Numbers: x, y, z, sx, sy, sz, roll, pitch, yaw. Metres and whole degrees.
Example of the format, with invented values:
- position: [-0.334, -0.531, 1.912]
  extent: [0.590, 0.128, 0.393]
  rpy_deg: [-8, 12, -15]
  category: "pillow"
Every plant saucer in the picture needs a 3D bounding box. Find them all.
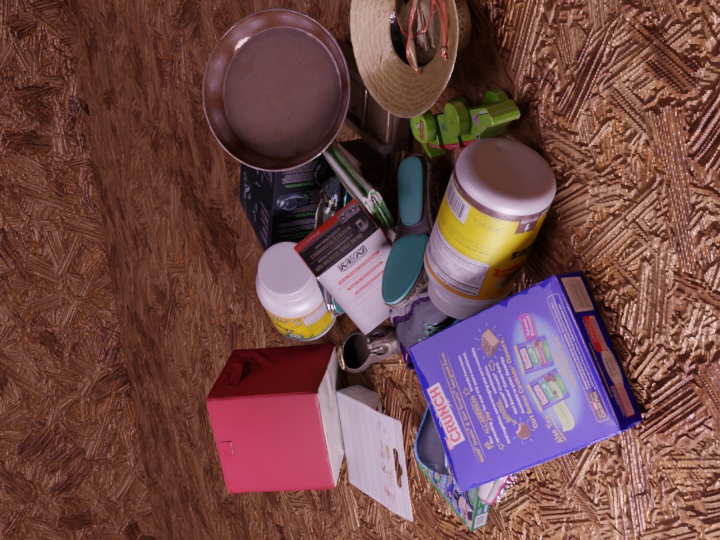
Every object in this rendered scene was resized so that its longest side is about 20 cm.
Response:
- position: [-0.103, -0.226, 1.233]
  extent: [0.034, 0.199, 0.202]
  rpy_deg: [-11, -94, -73]
  category: "plant saucer"

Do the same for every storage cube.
- position: [-0.126, 0.234, 1.570]
  extent: [0.171, 0.178, 0.202]
  rpy_deg: [-70, -27, -66]
  category: "storage cube"

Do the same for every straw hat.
- position: [0.077, -0.273, 1.097]
  extent: [0.201, 0.085, 0.203]
  rpy_deg: [32, 130, 48]
  category: "straw hat"

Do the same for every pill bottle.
- position: [-0.099, 0.031, 1.500]
  extent: [0.200, 0.112, 0.113]
  rpy_deg: [77, 170, -70]
  category: "pill bottle"
- position: [0.134, -0.038, 1.072]
  extent: [0.110, 0.109, 0.201]
  rpy_deg: [58, 149, 32]
  category: "pill bottle"

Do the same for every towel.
- position: [0.016, -0.081, 1.276]
  extent: [0.153, 0.023, 0.200]
  rpy_deg: [52, 179, 41]
  category: "towel"

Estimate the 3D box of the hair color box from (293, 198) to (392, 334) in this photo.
- position: [0.000, 0.000, 1.264]
  extent: [0.061, 0.101, 0.200]
  rpy_deg: [51, 178, 29]
  category: "hair color box"

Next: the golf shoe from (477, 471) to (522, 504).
- position: [0.162, 0.188, 1.148]
  extent: [0.091, 0.075, 0.201]
  rpy_deg: [28, 126, 21]
  category: "golf shoe"

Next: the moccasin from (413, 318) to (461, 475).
- position: [0.129, 0.154, 1.194]
  extent: [0.068, 0.080, 0.202]
  rpy_deg: [25, 107, 48]
  category: "moccasin"

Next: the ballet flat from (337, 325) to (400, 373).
- position: [0.002, 0.121, 1.491]
  extent: [0.200, 0.046, 0.068]
  rpy_deg: [-24, 80, 64]
  category: "ballet flat"

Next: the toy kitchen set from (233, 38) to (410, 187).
- position: [-0.057, -0.187, 1.305]
  extent: [0.200, 0.179, 0.164]
  rpy_deg: [46, 142, 45]
  category: "toy kitchen set"

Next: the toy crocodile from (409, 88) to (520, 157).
- position: [0.115, -0.163, 1.100]
  extent: [0.200, 0.067, 0.062]
  rpy_deg: [6, 114, 65]
  category: "toy crocodile"

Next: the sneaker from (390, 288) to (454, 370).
- position: [0.095, 0.074, 1.245]
  extent: [0.200, 0.074, 0.088]
  rpy_deg: [134, 129, -72]
  category: "sneaker"

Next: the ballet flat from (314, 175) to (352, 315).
- position: [-0.037, -0.038, 1.387]
  extent: [0.074, 0.074, 0.202]
  rpy_deg: [4, 85, 63]
  category: "ballet flat"

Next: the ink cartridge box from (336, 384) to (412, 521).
- position: [0.035, 0.277, 1.508]
  extent: [0.200, 0.047, 0.162]
  rpy_deg: [13, 113, 60]
  category: "ink cartridge box"

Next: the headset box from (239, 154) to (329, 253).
- position: [-0.124, -0.137, 1.542]
  extent: [0.174, 0.092, 0.201]
  rpy_deg: [-122, 31, -46]
  category: "headset box"

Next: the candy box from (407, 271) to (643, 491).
- position: [0.168, 0.118, 1.029]
  extent: [0.199, 0.077, 0.170]
  rpy_deg: [-28, 75, 32]
  category: "candy box"

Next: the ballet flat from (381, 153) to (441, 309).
- position: [0.074, -0.041, 1.189]
  extent: [0.067, 0.075, 0.202]
  rpy_deg: [-8, 67, 38]
  category: "ballet flat"

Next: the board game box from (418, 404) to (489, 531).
- position: [0.132, 0.229, 1.303]
  extent: [0.135, 0.029, 0.201]
  rpy_deg: [48, 143, 45]
  category: "board game box"

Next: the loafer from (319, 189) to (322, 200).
- position: [-0.024, -0.037, 1.436]
  extent: [0.073, 0.071, 0.202]
  rpy_deg: [-32, 74, 63]
  category: "loafer"
